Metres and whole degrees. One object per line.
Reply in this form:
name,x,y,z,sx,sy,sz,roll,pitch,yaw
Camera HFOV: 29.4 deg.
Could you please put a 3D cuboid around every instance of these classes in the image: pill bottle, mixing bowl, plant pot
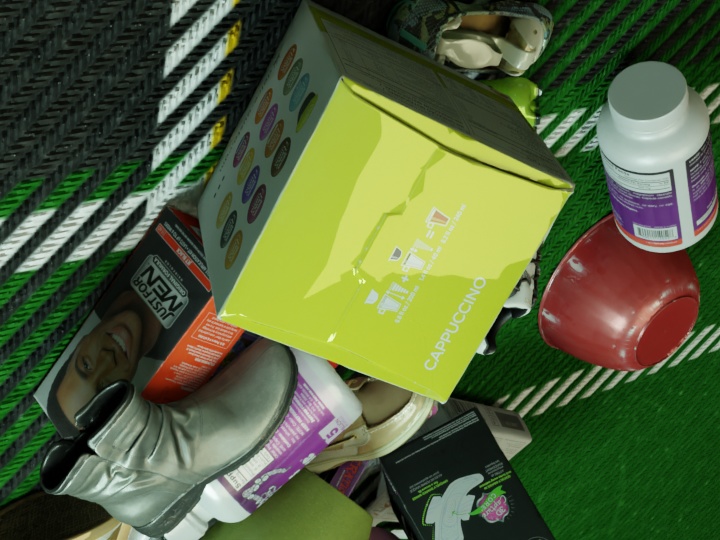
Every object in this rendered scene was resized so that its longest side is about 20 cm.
pill bottle,0.302,-0.116,1.398,0.112,0.112,0.201,-37,142,-10
mixing bowl,0.309,0.038,1.551,0.198,0.108,0.202,-24,137,-25
plant pot,-0.080,0.282,1.237,0.201,0.186,0.187,-56,144,-12
pill bottle,-0.103,0.145,1.188,0.200,0.112,0.112,-41,143,-4

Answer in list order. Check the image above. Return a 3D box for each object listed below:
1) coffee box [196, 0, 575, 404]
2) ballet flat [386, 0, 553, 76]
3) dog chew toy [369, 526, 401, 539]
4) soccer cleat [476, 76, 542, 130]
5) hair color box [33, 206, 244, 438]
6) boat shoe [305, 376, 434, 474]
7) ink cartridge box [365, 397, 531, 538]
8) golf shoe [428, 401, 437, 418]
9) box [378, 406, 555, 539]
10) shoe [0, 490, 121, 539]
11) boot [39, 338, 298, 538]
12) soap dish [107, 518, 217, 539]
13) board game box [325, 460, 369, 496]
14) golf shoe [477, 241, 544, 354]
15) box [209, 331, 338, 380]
coffee box,0.010,-0.055,1.051,0.198,0.198,0.201,22,110,-21
ballet flat,0.110,-0.193,1.182,0.198,0.074,0.075,-8,130,-39
dog chew toy,0.002,0.325,1.447,0.123,0.199,0.126,3,84,-34
soccer cleat,0.122,-0.115,1.275,0.080,0.068,0.201,6,152,5
hair color box,-0.172,0.061,1.121,0.201,0.101,0.061,-54,143,10
boat shoe,-0.015,0.141,1.312,0.199,0.075,0.066,-31,131,34
ink cartridge box,0.079,0.229,1.572,0.200,0.057,0.162,-42,147,25
golf shoe,0.036,0.067,1.350,0.201,0.074,0.092,66,37,-55
box,0.121,0.279,1.443,0.123,0.201,0.149,-25,147,-8
shoe,-0.301,0.245,1.196,0.198,0.070,0.054,-18,132,-19
boot,-0.145,0.117,1.065,0.200,0.068,0.131,-48,138,0
soap dish,-0.167,0.259,1.323,0.198,0.081,0.159,-3,126,-41
board game box,-0.044,0.255,1.386,0.201,0.032,0.120,-59,175,-9
golf shoe,0.157,-0.004,1.380,0.077,0.094,0.201,21,107,-49
box,-0.113,0.083,1.247,0.137,0.039,0.200,-47,142,4
